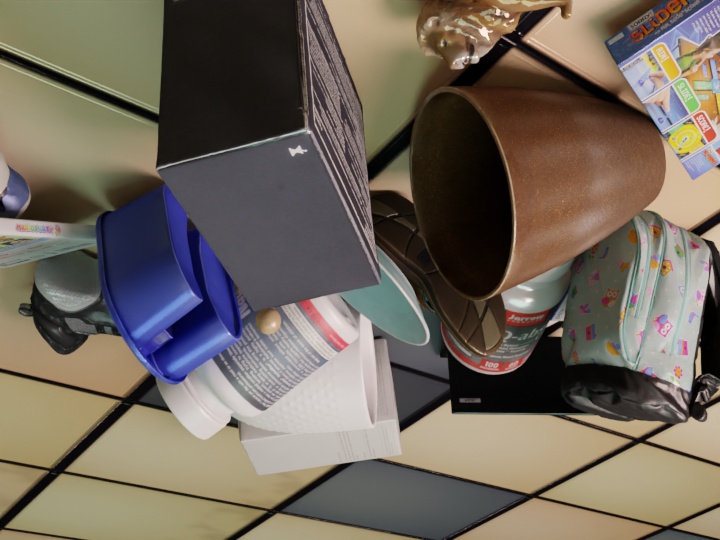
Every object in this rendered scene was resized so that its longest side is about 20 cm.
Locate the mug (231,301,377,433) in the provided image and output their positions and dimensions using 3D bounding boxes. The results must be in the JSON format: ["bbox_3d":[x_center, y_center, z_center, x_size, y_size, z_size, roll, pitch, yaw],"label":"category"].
[{"bbox_3d":[-0.078,0.093,1.141,0.172,0.148,0.203,-5,115,6],"label":"mug"}]

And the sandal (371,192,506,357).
[{"bbox_3d":[0.071,0.007,1.002,0.082,0.200,0.055,-39,168,-34],"label":"sandal"}]

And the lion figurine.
[{"bbox_3d":[0.106,-0.248,0.744,0.120,0.073,0.202,6,131,5],"label":"lion figurine"}]

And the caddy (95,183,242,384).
[{"bbox_3d":[-0.194,0.015,0.949,0.104,0.201,0.142,-28,133,7],"label":"caddy"}]

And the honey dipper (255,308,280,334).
[{"bbox_3d":[-0.090,-0.031,0.889,0.037,0.203,0.038,-4,145,-3],"label":"honey dipper"}]

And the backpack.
[{"bbox_3d":[0.276,0.042,0.976,0.125,0.203,0.166,21,167,-24],"label":"backpack"}]

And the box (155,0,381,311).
[{"bbox_3d":[-0.070,-0.109,0.783,0.121,0.201,0.201,-13,145,10],"label":"box"}]

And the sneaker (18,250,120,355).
[{"bbox_3d":[-0.277,0.049,1.089,0.198,0.076,0.114,22,137,-27],"label":"sneaker"}]

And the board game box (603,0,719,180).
[{"bbox_3d":[0.319,-0.177,0.881,0.134,0.035,0.199,-32,139,19],"label":"board game box"}]

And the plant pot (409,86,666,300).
[{"bbox_3d":[0.173,-0.087,0.898,0.197,0.189,0.188,-13,149,-21],"label":"plant pot"}]

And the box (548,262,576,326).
[{"bbox_3d":[0.258,0.019,1.164,0.041,0.039,0.199,24,135,-39],"label":"box"}]

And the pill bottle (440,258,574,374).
[{"bbox_3d":[0.163,0.018,1.078,0.114,0.117,0.201,1,145,-10],"label":"pill bottle"}]

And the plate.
[{"bbox_3d":[0.000,0.000,1.007,0.026,0.199,0.201,-47,147,-16],"label":"plate"}]

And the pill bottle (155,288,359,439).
[{"bbox_3d":[-0.111,0.080,1.025,0.199,0.120,0.120,-38,140,4],"label":"pill bottle"}]

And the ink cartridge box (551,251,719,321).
[{"bbox_3d":[0.314,0.019,1.106,0.196,0.038,0.095,-1,143,-15],"label":"ink cartridge box"}]

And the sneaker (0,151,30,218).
[{"bbox_3d":[-0.403,-0.094,0.866,0.196,0.081,0.116,-9,143,-9],"label":"sneaker"}]

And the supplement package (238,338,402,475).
[{"bbox_3d":[-0.053,0.178,1.268,0.196,0.119,0.118,-8,148,1],"label":"supplement package"}]

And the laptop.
[{"bbox_3d":[0.189,0.134,1.194,0.174,0.105,0.200,1,166,1],"label":"laptop"}]

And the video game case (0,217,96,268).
[{"bbox_3d":[-0.353,-0.025,0.918,0.141,0.018,0.199,-12,175,23],"label":"video game case"}]
